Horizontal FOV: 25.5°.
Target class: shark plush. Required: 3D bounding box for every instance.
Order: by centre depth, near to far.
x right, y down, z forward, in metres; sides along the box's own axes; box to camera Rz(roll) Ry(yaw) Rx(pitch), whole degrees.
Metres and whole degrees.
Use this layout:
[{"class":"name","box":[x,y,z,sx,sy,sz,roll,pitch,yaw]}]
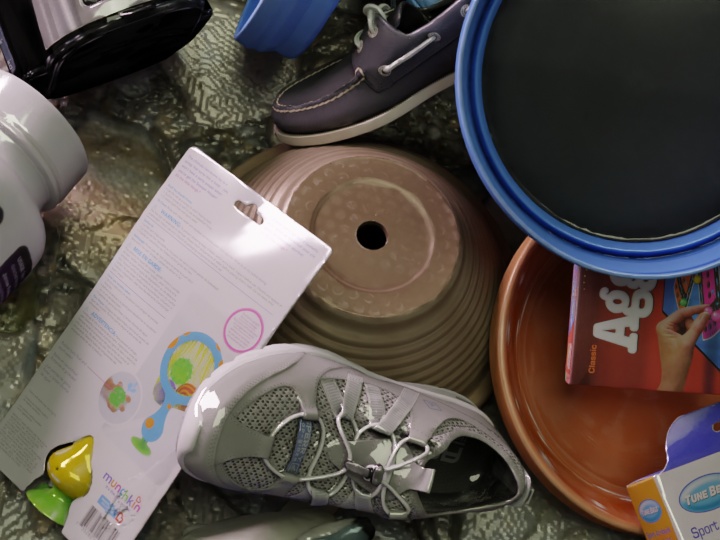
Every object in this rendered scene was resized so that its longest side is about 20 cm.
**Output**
[{"class":"shark plush","box":[-0.064,0.174,0.811,0.199,0.091,0.084,-12,99,-22]}]

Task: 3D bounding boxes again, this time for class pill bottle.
[{"class":"pill bottle","box":[-0.238,-0.012,0.839,0.111,0.112,0.200,35,64,7]}]

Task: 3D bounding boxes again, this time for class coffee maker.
[{"class":"coffee maker","box":[-0.173,-0.211,0.928,0.134,0.192,0.201,-21,91,4]}]

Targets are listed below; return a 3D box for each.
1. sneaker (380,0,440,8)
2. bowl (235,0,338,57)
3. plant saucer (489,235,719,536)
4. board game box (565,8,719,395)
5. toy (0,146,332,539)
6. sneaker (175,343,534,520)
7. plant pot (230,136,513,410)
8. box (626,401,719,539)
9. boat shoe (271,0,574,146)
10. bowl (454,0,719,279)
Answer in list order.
[{"class":"sneaker","box":[0.038,-0.209,1.003,0.071,0.083,0.200,29,46,-21]},{"class":"bowl","box":[-0.011,-0.215,0.921,0.039,0.201,0.201,26,63,-11]},{"class":"plant saucer","box":[0.164,0.050,0.904,0.199,0.032,0.201,4,78,-18]},{"class":"board game box","box":[0.169,-0.035,0.852,0.102,0.019,0.201,4,95,0]},{"class":"toy","box":[-0.102,0.049,0.837,0.115,0.047,0.200,36,89,32]},{"class":"sneaker","box":[0.004,0.085,0.791,0.199,0.082,0.075,6,104,-36]},{"class":"plant pot","box":[0.000,0.000,0.888,0.200,0.093,0.202,5,64,-9]},{"class":"box","box":[0.227,0.168,0.859,0.119,0.041,0.201,-16,77,-21]},{"class":"boat shoe","box":[0.028,-0.132,0.883,0.199,0.063,0.073,-21,31,23]},{"class":"bowl","box":[0.147,-0.098,0.815,0.199,0.039,0.202,0,96,-2]}]
